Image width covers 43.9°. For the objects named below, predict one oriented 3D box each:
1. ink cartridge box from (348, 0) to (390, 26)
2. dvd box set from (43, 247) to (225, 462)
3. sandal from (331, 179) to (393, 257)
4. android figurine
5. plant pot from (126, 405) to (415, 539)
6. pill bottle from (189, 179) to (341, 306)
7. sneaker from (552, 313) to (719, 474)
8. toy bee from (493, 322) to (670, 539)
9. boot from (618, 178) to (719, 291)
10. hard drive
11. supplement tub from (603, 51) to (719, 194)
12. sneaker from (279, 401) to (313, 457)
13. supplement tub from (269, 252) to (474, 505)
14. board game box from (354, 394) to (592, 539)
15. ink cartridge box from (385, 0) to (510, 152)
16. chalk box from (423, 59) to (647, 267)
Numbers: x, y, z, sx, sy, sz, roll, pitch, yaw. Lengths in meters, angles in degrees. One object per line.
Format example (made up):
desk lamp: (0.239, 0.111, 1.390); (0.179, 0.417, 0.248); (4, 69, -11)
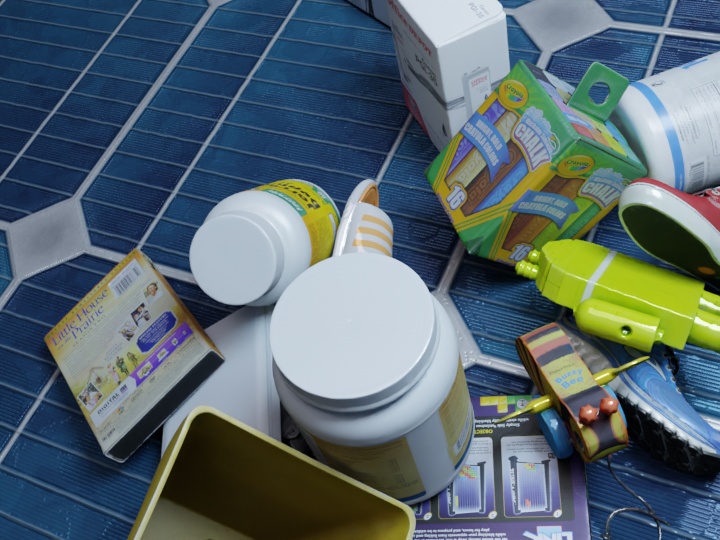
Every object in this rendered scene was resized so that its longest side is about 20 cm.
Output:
ink cartridge box: (0.069, -0.405, 1.196); (0.145, 0.084, 0.200); (-40, 56, -14)
dvd box set: (-0.240, 0.081, 0.927); (0.146, 0.029, 0.200); (-45, 48, -3)
sandal: (0.002, 0.004, 0.936); (0.059, 0.079, 0.207); (10, 67, 19)
android figurine: (0.243, 0.021, 0.818); (0.200, 0.041, 0.182); (19, 22, 17)
plant pot: (-0.107, 0.251, 0.696); (0.200, 0.176, 0.200); (30, 58, -16)
pill bottle: (-0.093, -0.028, 0.891); (0.113, 0.113, 0.200); (3, 11, 13)
sneaker: (0.260, 0.095, 0.802); (0.089, 0.079, 0.200); (-36, 55, -9)
toy bee: (0.187, 0.109, 0.722); (0.131, 0.109, 0.200); (-40, 56, -14)
boot: (0.331, -0.071, 0.834); (0.072, 0.200, 0.144); (-7, 60, 62)
hard drive: (-0.135, 0.132, 0.861); (0.132, 0.027, 0.200); (-29, 41, 20)
supplement tub: (0.365, -0.155, 0.920); (0.200, 0.132, 0.132); (-20, 53, -2)
sneaker: (-0.051, 0.138, 0.859); (0.200, 0.060, 0.104); (-17, 49, 12)
supplement tub: (0.012, 0.091, 0.719); (0.145, 0.200, 0.145); (-6, 55, 9)
board game box: (0.098, 0.196, 0.785); (0.200, 0.057, 0.165); (-4, 57, 11)
ink cartridge box: (0.100, -0.230, 0.993); (0.083, 0.200, 0.147); (-26, 53, -5)
chalk box: (0.184, -0.112, 0.880); (0.200, 0.125, 0.124); (-48, 47, 29)
